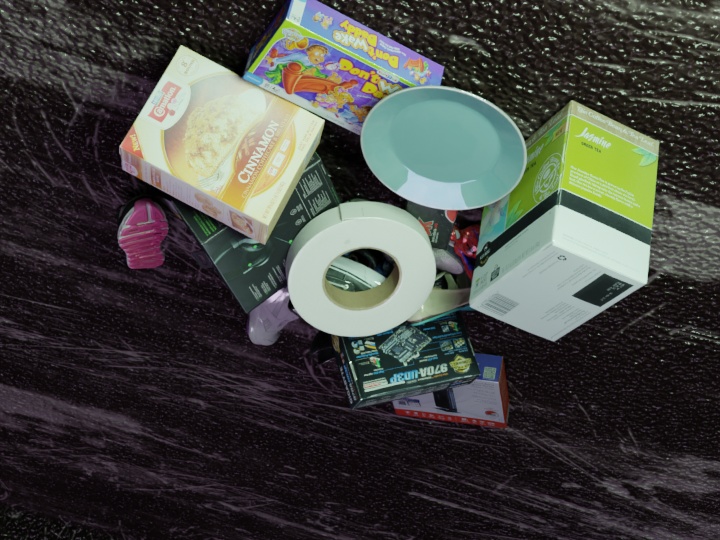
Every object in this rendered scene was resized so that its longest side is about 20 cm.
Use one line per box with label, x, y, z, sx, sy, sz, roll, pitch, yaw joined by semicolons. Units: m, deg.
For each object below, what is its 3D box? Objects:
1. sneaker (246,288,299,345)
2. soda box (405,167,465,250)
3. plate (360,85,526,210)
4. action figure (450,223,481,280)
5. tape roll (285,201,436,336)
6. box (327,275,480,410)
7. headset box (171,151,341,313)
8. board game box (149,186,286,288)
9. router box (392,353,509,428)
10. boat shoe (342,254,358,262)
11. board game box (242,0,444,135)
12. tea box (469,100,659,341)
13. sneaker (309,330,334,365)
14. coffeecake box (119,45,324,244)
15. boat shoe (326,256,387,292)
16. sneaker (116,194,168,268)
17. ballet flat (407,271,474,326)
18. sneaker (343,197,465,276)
sneaker;-0.130;0.068;2.054;0.098;0.076;0.201;12;151;5
soda box;0.097;-0.107;1.664;0.070;0.064;0.201;12;151;3
plate;0.097;-0.147;1.519;0.197;0.026;0.202;9;142;7
action figure;0.194;0.005;1.781;0.198;0.100;0.065;31;127;-23
tape roll;0.000;0.000;1.698;0.199;0.037;0.205;-5;129;-6
box;0.058;0.101;1.866;0.197;0.161;0.046;-10;160;-24
headset box;-0.128;-0.063;1.689;0.093;0.199;0.175;49;173;35
board game box;-0.194;-0.056;1.853;0.135;0.035;0.200;24;166;46
router box;0.146;0.194;2.181;0.197;0.049;0.180;6;150;15
boat shoe;-0.039;0.007;1.916;0.073;0.069;0.200;-6;139;33
board game box;-0.021;-0.231;1.516;0.198;0.045;0.134;24;149;-17
tea box;0.241;-0.055;1.550;0.132;0.199;0.200;22;149;-17
sneaker;0.021;0.090;1.997;0.197;0.106;0.060;-2;147;27
coffeecake box;-0.166;-0.151;1.561;0.198;0.155;0.073;27;160;2
boat shoe;-0.032;0.020;1.794;0.197;0.072;0.072;23;170;6
sneaker;-0.319;-0.073;1.873;0.073;0.089;0.200;-12;161;-11
ballet flat;0.142;0.030;1.858;0.198;0.071;0.069;-10;170;-40
sneaker;0.054;-0.023;1.805;0.197;0.086;0.077;19;151;-10
